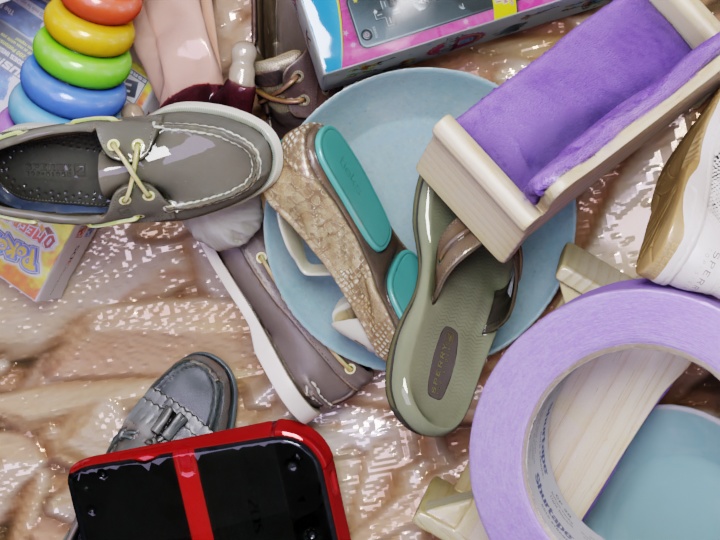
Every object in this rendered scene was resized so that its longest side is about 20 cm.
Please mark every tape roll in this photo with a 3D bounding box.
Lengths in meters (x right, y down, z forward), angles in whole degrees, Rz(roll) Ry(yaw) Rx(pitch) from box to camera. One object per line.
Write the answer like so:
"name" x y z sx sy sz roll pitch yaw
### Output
"tape roll" 0.166 0.106 1.123 0.200 0.066 0.201 2 95 17

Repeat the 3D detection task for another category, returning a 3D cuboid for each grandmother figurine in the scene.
"grandmother figurine" -0.105 -0.110 1.252 0.121 0.060 0.200 -30 70 49

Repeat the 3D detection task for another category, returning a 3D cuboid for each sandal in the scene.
"sandal" 0.070 0.003 1.183 0.057 0.080 0.201 -9 66 55

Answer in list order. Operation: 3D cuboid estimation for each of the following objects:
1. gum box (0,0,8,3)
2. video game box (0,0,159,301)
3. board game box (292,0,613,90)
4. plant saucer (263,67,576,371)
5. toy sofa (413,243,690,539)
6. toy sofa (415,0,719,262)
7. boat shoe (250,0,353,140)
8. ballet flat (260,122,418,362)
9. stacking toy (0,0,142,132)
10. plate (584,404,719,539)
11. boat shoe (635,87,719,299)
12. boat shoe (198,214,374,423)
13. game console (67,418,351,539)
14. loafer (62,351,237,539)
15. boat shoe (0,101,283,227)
"gum box" -0.223 -0.235 1.269 0.200 0.114 0.066 -20 127 1
"video game box" -0.252 -0.107 1.356 0.200 0.047 0.182 33 105 12
"board game box" 0.048 -0.213 1.210 0.200 0.064 0.148 -18 88 -3
"plant saucer" 0.037 -0.034 1.252 0.200 0.039 0.201 -1 106 -4
"toy sofa" 0.123 0.093 1.225 0.097 0.083 0.200 29 104 2
"toy sofa" 0.135 -0.102 1.155 0.200 0.098 0.083 -37 80 -25
"boat shoe" -0.048 -0.130 1.264 0.072 0.072 0.200 6 98 41
"ballet flat" 0.000 0.000 1.214 0.065 0.071 0.200 -22 106 30
"stacking toy" -0.176 -0.140 1.235 0.085 0.085 0.200 29 120 13
"plate" 0.202 0.182 1.213 0.200 0.026 0.201 6 98 48
"boat shoe" 0.213 -0.042 1.149 0.069 0.200 0.071 29 129 0
"boat shoe" -0.061 0.000 1.292 0.059 0.072 0.200 -29 84 8
"game console" -0.091 0.207 1.310 0.176 0.031 0.200 -11 100 8
"loafer" -0.149 0.148 1.333 0.072 0.063 0.200 34 103 14
"boat shoe" -0.147 -0.060 1.179 0.201 0.060 0.072 -2 105 20
